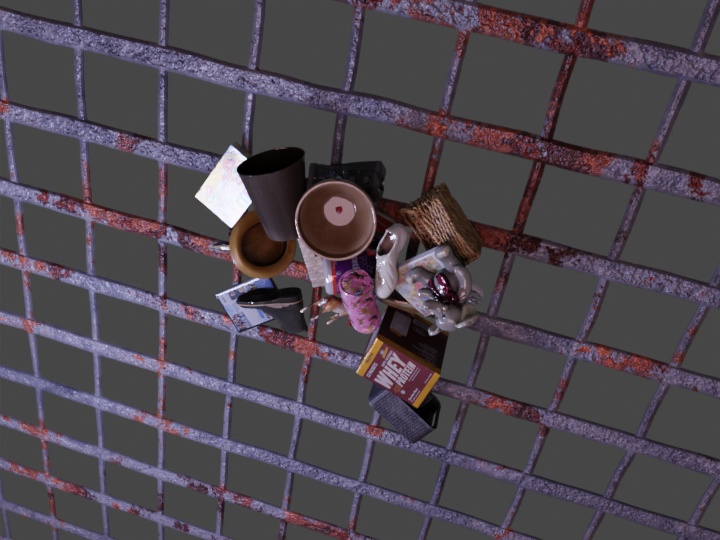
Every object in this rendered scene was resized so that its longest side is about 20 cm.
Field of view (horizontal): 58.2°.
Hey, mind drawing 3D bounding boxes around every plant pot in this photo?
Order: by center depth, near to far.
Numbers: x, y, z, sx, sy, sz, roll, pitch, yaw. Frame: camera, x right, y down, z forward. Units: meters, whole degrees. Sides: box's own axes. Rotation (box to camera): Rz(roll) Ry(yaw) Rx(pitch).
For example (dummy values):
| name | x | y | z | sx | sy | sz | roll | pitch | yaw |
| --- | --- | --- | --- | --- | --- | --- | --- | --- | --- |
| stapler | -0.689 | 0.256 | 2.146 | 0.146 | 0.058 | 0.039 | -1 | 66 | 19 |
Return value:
| name | x | y | z | sx | sy | sz | roll | pitch | yaw |
| --- | --- | --- | --- | --- | --- | --- | --- | --- | --- |
| plant pot | -0.057 | -0.135 | 1.583 | 0.197 | 0.093 | 0.204 | 1 | 115 | 2 |

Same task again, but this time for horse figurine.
| name | x | y | z | sx | sy | sz | roll | pitch | yaw |
| --- | --- | --- | --- | --- | --- | --- | --- | --- | --- |
| horse figurine | -0.071 | 0.108 | 1.812 | 0.132 | 0.051 | 0.199 | -33 | 147 | 31 |

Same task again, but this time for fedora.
| name | x | y | z | sx | sy | sz | roll | pitch | yaw |
| --- | --- | --- | --- | --- | --- | --- | --- | --- | --- |
| fedora | -0.274 | -0.072 | 1.769 | 0.081 | 0.200 | 0.202 | -2 | 124 | 58 |

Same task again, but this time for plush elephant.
| name | x | y | z | sx | sy | sz | roll | pitch | yaw |
| --- | --- | --- | --- | --- | --- | --- | --- | --- | --- |
| plush elephant | 0.201 | 0.072 | 1.531 | 0.199 | 0.156 | 0.164 | 37 | 139 | -19 |

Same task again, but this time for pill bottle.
| name | x | y | z | sx | sy | sz | roll | pitch | yaw |
| --- | --- | --- | --- | --- | --- | --- | --- | --- | --- |
| pill bottle | 0.000 | 0.000 | 1.725 | 0.196 | 0.113 | 0.114 | -6 | 117 | -3 |

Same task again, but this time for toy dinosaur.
| name | x | y | z | sx | sy | sz | roll | pitch | yaw |
| --- | --- | --- | --- | --- | --- | --- | --- | --- | --- |
| toy dinosaur | -0.346 | -0.076 | 1.840 | 0.197 | 0.048 | 0.089 | 11 | 126 | 14 |

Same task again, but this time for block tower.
| name | x | y | z | sx | sy | sz | roll | pitch | yaw |
| --- | --- | --- | --- | --- | --- | --- | --- | --- | --- |
| block tower | -0.126 | -0.048 | 1.785 | 0.057 | 0.054 | 0.203 | -9 | 113 | 20 |

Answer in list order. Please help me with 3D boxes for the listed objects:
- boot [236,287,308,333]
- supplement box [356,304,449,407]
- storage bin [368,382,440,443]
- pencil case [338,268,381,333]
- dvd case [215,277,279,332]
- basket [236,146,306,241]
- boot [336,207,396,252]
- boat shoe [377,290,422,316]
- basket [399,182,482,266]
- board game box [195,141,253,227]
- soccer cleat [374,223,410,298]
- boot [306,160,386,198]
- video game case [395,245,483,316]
| name | x | y | z | sx | sy | sz | roll | pitch | yaw |
| --- | --- | --- | --- | --- | --- | --- | --- | --- | --- |
| boot | -0.255 | 0.129 | 1.885 | 0.196 | 0.078 | 0.140 | -1 | 121 | 16 |
| supplement box | 0.119 | 0.225 | 1.772 | 0.195 | 0.201 | 0.134 | 29 | 121 | -1 |
| storage bin | 0.130 | 0.386 | 1.889 | 0.200 | 0.136 | 0.094 | 43 | 120 | -9 |
| pencil case | 0.001 | 0.083 | 1.673 | 0.086 | 0.082 | 0.201 | 42 | 161 | 32 |
| dvd case | -0.321 | 0.098 | 1.937 | 0.198 | 0.018 | 0.144 | -21 | 110 | 23 |
| basket | -0.206 | -0.190 | 1.656 | 0.178 | 0.136 | 0.202 | -22 | 126 | -16 |
| boot | -0.007 | -0.118 | 1.663 | 0.197 | 0.145 | 0.073 | 24 | 122 | 3 |
| boat shoe | 0.143 | 0.095 | 1.779 | 0.197 | 0.072 | 0.077 | 10 | 131 | 10 |
| basket | 0.194 | -0.088 | 1.622 | 0.148 | 0.143 | 0.201 | -29 | 106 | 26 |
| board game box | -0.346 | -0.232 | 1.763 | 0.134 | 0.034 | 0.200 | 40 | 120 | -7 |
| soccer cleat | 0.063 | -0.022 | 1.591 | 0.069 | 0.077 | 0.203 | 32 | 118 | 34 |
| boot | -0.038 | -0.195 | 1.647 | 0.196 | 0.066 | 0.168 | 3 | 87 | 13 |
| video game case | 0.180 | 0.033 | 1.638 | 0.182 | 0.023 | 0.199 | 42 | 138 | -24 |
